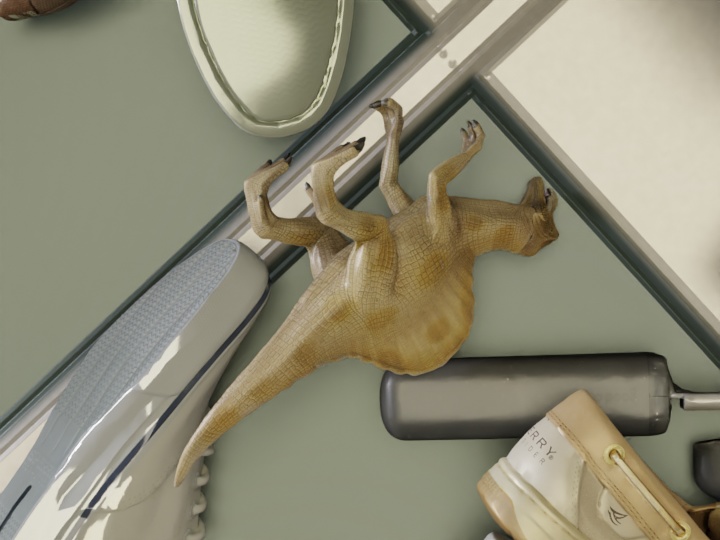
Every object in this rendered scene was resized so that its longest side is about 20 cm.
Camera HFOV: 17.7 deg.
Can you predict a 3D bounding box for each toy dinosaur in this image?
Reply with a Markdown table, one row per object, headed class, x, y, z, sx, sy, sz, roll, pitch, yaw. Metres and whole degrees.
| class | x | y | z | sx | sy | sz | roll | pitch | yaw |
| --- | --- | --- | --- | --- | --- | --- | --- | --- | --- |
| toy dinosaur | 0.000 | 0.000 | 0.896 | 0.200 | 0.058 | 0.101 | -33 | 106 | -19 |

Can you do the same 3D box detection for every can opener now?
| class | x | y | z | sx | sy | sz | roll | pitch | yaw |
| --- | --- | --- | --- | --- | --- | --- | --- | --- | --- |
| can opener | 0.108 | 0.067 | 0.930 | 0.199 | 0.053 | 0.067 | -2 | 89 | 4 |

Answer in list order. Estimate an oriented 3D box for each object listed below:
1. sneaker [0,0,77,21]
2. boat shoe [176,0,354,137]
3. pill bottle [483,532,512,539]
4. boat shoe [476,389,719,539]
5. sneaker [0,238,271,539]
| class | x | y | z | sx | sy | sz | roll | pitch | yaw |
| --- | --- | --- | --- | --- | --- | --- | --- | --- | --- |
| sneaker | -0.167 | -0.194 | 0.936 | 0.075 | 0.070 | 0.201 | -37 | 78 | 23 |
| boat shoe | -0.048 | -0.151 | 0.935 | 0.075 | 0.060 | 0.201 | -5 | 87 | -11 |
| pill bottle | 0.028 | 0.210 | 0.905 | 0.109 | 0.110 | 0.200 | 37 | 92 | 2 |
| boat shoe | 0.140 | 0.118 | 0.899 | 0.200 | 0.074 | 0.069 | 36 | 96 | -19 |
| sneaker | -0.092 | 0.081 | 0.940 | 0.071 | 0.073 | 0.200 | 36 | 90 | -24 |
